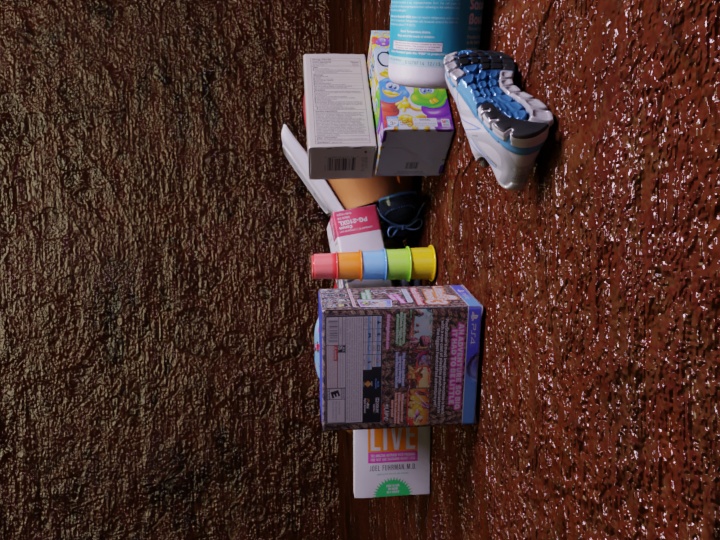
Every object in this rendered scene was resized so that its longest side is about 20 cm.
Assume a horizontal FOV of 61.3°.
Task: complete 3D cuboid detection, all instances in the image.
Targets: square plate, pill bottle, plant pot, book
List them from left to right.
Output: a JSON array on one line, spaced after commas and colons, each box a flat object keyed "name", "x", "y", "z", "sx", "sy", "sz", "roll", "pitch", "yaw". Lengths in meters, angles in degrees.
[{"name": "square plate", "x": -0.096, "y": -0.181, "z": 1.183, "sx": 0.199, "sy": 0.028, "sz": 0.200, "roll": 56, "pitch": 178, "yaw": -6}, {"name": "plant pot", "x": 0.016, "y": -0.198, "z": 1.116, "sx": 0.200, "sy": 0.198, "sz": 0.141, "roll": -140, "pitch": 32, "yaw": -81}, {"name": "book", "x": 0.052, "y": 0.286, "z": 1.049, "sx": 0.048, "sy": 0.132, "sz": 0.202, "roll": -140, "pitch": 48, "yaw": -80}, {"name": "pill bottle", "x": 0.090, "y": -0.321, "z": 0.709, "sx": 0.111, "sy": 0.110, "sz": 0.202, "roll": -106, "pitch": 16, "yaw": -65}]

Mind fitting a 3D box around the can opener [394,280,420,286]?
[{"name": "can opener", "x": 0.077, "y": 0.072, "z": 1.084, "sx": 0.066, "sy": 0.052, "sz": 0.202, "roll": -1, "pitch": 87, "yaw": 49}]

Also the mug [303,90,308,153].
[{"name": "mug", "x": -0.045, "y": -0.300, "z": 1.269, "sx": 0.133, "sy": 0.176, "sz": 0.201, "roll": 100, "pitch": -164, "yaw": -81}]

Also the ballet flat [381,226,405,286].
[{"name": "ballet flat", "x": 0.065, "y": 0.000, "z": 1.162, "sx": 0.073, "sy": 0.072, "sz": 0.202, "roll": 109, "pitch": 153, "yaw": -71}]

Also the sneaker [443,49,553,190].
[{"name": "sneaker", "x": 0.127, "y": -0.154, "z": 0.613, "sx": 0.201, "sy": 0.074, "sz": 0.087, "roll": -98, "pitch": 4, "yaw": -46}]

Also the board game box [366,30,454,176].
[{"name": "board game box", "x": 0.069, "y": -0.256, "z": 0.926, "sx": 0.103, "sy": 0.104, "sz": 0.202, "roll": 100, "pitch": 166, "yaw": -60}]

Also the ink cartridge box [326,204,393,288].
[{"name": "ink cartridge box", "x": 0.000, "y": 0.000, "z": 1.098, "sx": 0.145, "sy": 0.083, "sz": 0.202, "roll": 134, "pitch": 126, "yaw": -80}]

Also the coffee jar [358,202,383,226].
[{"name": "coffee jar", "x": 0.037, "y": -0.132, "z": 1.291, "sx": 0.105, "sy": 0.084, "sz": 0.202, "roll": -89, "pitch": 0, "yaw": -64}]

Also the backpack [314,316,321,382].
[{"name": "backpack", "x": 0.030, "y": 0.121, "z": 0.928, "sx": 0.135, "sy": 0.198, "sz": 0.185, "roll": -165, "pitch": 75, "yaw": -83}]

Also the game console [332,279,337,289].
[{"name": "game console", "x": -0.009, "y": 0.062, "z": 1.273, "sx": 0.201, "sy": 0.031, "sz": 0.178, "roll": 69, "pitch": -151, "yaw": -48}]

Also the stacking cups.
[{"name": "stacking cups", "x": 0.020, "y": -0.013, "z": 0.979, "sx": 0.060, "sy": 0.198, "sz": 0.061, "roll": -179, "pitch": 90, "yaw": -83}]

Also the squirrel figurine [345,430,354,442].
[{"name": "squirrel figurine", "x": 0.038, "y": 0.351, "z": 1.198, "sx": 0.200, "sy": 0.140, "sz": 0.189, "roll": 111, "pitch": 151, "yaw": -79}]

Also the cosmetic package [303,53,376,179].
[{"name": "cosmetic package", "x": -0.035, "y": -0.241, "z": 0.943, "sx": 0.073, "sy": 0.102, "sz": 0.202, "roll": 97, "pitch": 171, "yaw": -57}]

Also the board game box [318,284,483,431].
[{"name": "board game box", "x": 0.046, "y": 0.109, "z": 0.787, "sx": 0.097, "sy": 0.198, "sz": 0.161, "roll": -113, "pitch": 23, "yaw": -74}]

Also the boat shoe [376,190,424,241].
[{"name": "boat shoe", "x": 0.077, "y": -0.093, "z": 1.081, "sx": 0.200, "sy": 0.083, "sz": 0.069, "roll": 26, "pitch": -126, "yaw": -79}]
